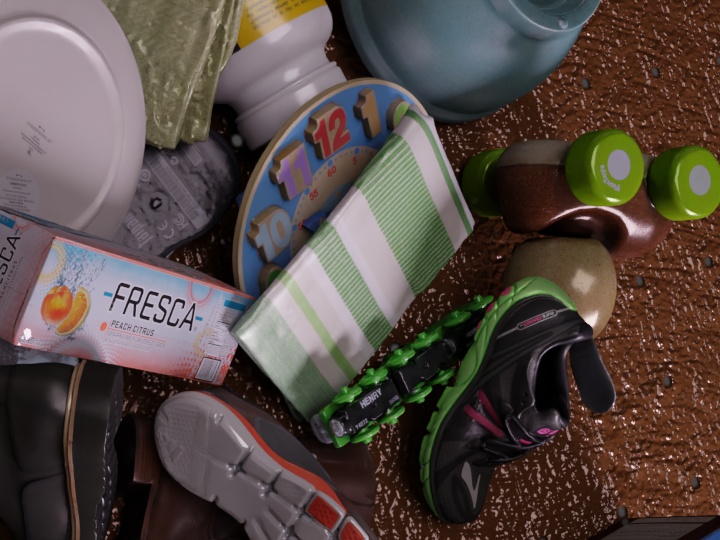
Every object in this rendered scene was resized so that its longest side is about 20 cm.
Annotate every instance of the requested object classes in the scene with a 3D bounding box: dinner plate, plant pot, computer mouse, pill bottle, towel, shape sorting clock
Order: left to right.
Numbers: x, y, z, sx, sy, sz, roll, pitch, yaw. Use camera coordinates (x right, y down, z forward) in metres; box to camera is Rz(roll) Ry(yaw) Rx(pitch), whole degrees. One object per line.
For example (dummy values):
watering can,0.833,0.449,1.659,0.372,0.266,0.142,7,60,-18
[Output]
dinner plate,-0.194,-0.080,0.772,0.199,0.024,0.203,-15,109,-48
computer mouse,-0.183,-0.044,0.882,0.141,0.046,0.200,47,67,-11
towel,-0.177,-0.172,0.857,0.198,0.037,0.150,17,98,-5
pill bottle,-0.090,-0.191,0.926,0.112,0.112,0.202,-33,96,-32
shape sorting clock,-0.011,-0.035,0.931,0.199,0.039,0.203,-22,122,-39
towel,0.000,0.000,0.917,0.201,0.023,0.153,-51,148,-14
plant pot,0.101,-0.224,1.008,0.198,0.134,0.203,4,83,-34

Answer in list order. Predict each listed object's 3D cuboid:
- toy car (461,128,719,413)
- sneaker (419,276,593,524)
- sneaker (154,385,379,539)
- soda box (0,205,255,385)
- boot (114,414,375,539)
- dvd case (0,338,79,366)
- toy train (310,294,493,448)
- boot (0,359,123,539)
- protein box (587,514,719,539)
toy car,0.170,0.006,1.021,0.156,0.164,0.203,7,85,-29
sneaker,0.104,0.105,0.953,0.076,0.083,0.202,-12,129,-54
sneaker,-0.038,0.141,0.841,0.200,0.077,0.082,46,24,6
soda box,-0.149,0.017,0.790,0.199,0.068,0.064,23,90,-60
boot,-0.071,0.194,0.886,0.198,0.064,0.189,14,71,-32
dvd case,-0.247,0.021,0.811,0.144,0.022,0.203,-4,88,-19
toy train,0.036,0.072,0.965,0.199,0.056,0.042,-31,97,-42
boot,-0.215,0.122,0.778,0.136,0.202,0.078,10,34,-4
protein box,0.205,0.312,0.981,0.198,0.134,0.201,-19,90,-33
